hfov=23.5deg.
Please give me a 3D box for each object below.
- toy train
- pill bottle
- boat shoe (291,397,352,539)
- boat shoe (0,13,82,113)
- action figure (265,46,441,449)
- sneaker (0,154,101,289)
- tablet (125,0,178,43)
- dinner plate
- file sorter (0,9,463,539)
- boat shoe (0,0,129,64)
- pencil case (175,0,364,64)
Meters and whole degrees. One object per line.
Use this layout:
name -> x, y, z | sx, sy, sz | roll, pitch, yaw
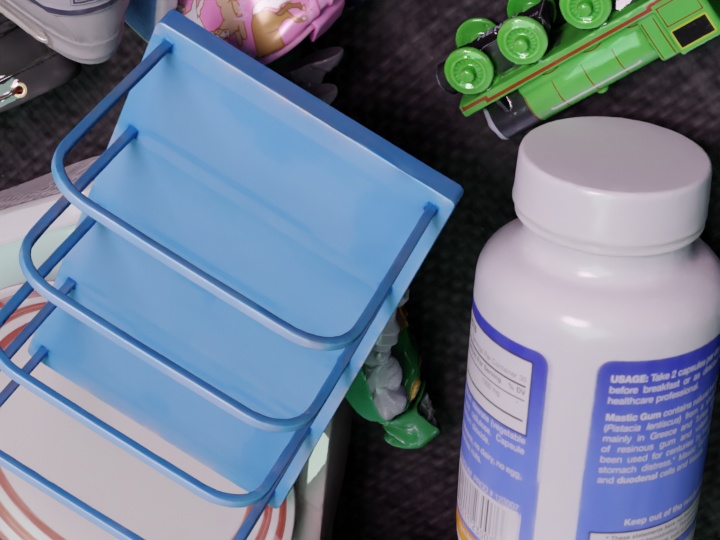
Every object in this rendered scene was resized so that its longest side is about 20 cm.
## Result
toy train -> 0.121, -0.114, 0.730 | 0.199, 0.042, 0.057 | -28, 113, 29
pill bottle -> 0.103, 0.040, 0.768 | 0.111, 0.112, 0.202 | 11, 118, 15
boat shoe -> -0.059, 0.119, 0.887 | 0.092, 0.075, 0.202 | 12, 119, 6
boat shoe -> -0.222, -0.072, 0.858 | 0.200, 0.074, 0.063 | -29, 102, 29
action figure -> 0.000, 0.000, 0.805 | 0.054, 0.119, 0.202 | -11, 119, 12
sneaker -> -0.180, 0.022, 0.890 | 0.199, 0.074, 0.119 | -13, 112, 27
tablet -> -0.142, -0.198, 0.743 | 0.200, 0.014, 0.131 | 44, 148, 21
dinner plate -> -0.121, 0.089, 0.850 | 0.198, 0.024, 0.202 | 11, 122, 18
file sorter -> -0.074, 0.031, 0.702 | 0.138, 0.123, 0.201 | 31, 128, 2
boat shoe -> -0.166, -0.162, 0.736 | 0.200, 0.072, 0.066 | 39, 150, 20
pencil case -> -0.070, -0.188, 0.741 | 0.086, 0.083, 0.201 | -24, 104, 7
